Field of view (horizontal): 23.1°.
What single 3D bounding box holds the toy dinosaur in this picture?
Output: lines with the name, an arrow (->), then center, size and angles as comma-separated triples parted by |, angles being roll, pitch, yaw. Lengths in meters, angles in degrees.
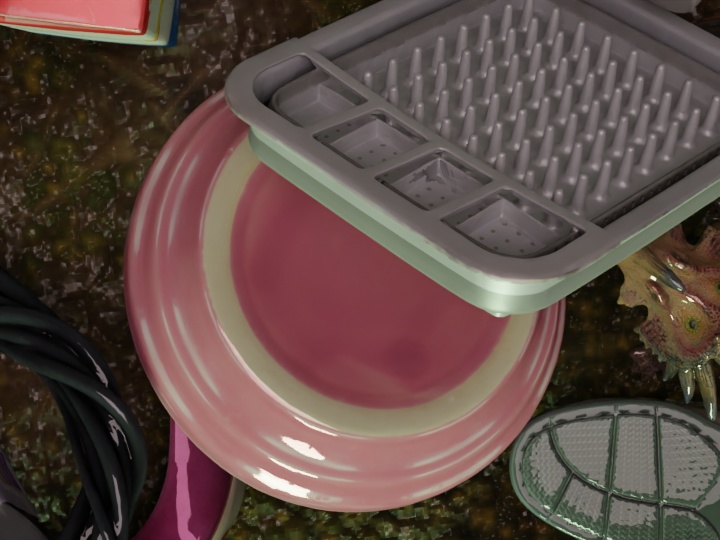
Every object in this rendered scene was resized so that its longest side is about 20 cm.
toy dinosaur -> 0.189, 0.014, 0.754 | 0.198, 0.136, 0.087 | -1, 96, -2

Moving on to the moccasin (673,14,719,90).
moccasin -> 0.234, -0.086, 0.782 | 0.199, 0.078, 0.074 | -12, 81, 4

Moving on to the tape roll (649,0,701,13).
tape roll -> 0.112, -0.223, 0.697 | 0.139, 0.203, 0.203 | -42, 95, 4

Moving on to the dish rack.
dish rack -> 0.063, -0.056, 0.704 | 0.171, 0.199, 0.044 | 34, 137, 31

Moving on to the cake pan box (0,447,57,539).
cake pan box -> -0.202, 0.190, 0.766 | 0.199, 0.052, 0.185 | -34, 69, 1

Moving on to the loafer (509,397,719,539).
loafer -> 0.165, 0.094, 0.802 | 0.198, 0.063, 0.073 | 4, 96, 2

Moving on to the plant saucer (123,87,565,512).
plant saucer -> 0.000, 0.000, 0.754 | 0.198, 0.051, 0.203 | 4, 75, -16

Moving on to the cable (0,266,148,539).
cable -> -0.179, 0.082, 0.742 | 0.200, 0.051, 0.164 | 38, 84, 22

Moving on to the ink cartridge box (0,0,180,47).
ink cartridge box -> -0.107, -0.152, 0.697 | 0.066, 0.200, 0.118 | 6, 96, -2

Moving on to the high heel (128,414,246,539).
high heel -> -0.089, 0.073, 0.793 | 0.096, 0.067, 0.201 | 30, 87, 2
